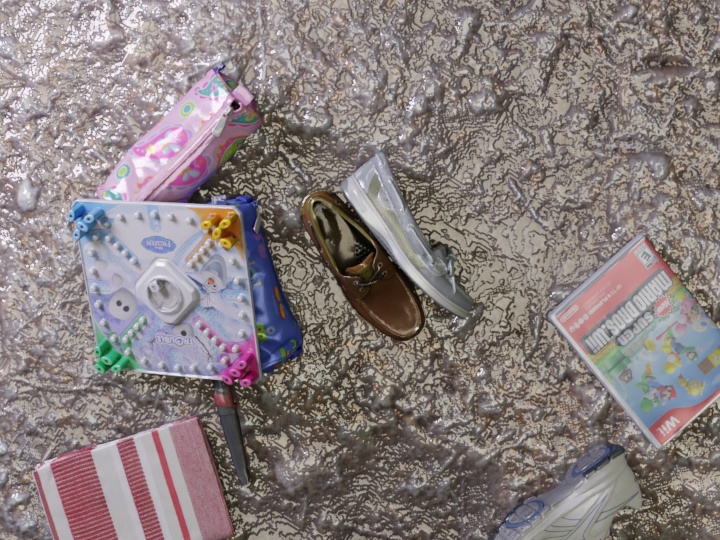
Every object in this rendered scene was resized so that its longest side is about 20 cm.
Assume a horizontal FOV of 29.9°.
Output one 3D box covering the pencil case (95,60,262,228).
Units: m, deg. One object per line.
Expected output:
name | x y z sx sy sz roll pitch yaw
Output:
pencil case | -0.193 -0.126 1.458 0.200 0.087 0.087 -44 94 2

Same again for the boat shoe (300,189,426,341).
boat shoe | 0.000 0.000 1.482 0.072 0.068 0.200 -41 95 0

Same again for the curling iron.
curling iron | -0.149 0.143 1.501 0.025 0.050 0.203 -15 99 -1

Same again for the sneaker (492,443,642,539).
sneaker | 0.232 0.283 1.512 0.199 0.075 0.088 -35 99 1

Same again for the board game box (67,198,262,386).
board game box | -0.209 0.026 1.430 0.197 0.026 0.203 3 115 19

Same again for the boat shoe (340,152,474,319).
boat shoe | 0.061 -0.034 1.482 0.065 0.074 0.203 -39 88 5

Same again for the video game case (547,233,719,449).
video game case | 0.327 0.081 1.528 0.143 0.017 0.201 -41 95 0

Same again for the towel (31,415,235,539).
towel | -0.253 0.258 1.512 0.197 0.023 0.146 -16 96 0

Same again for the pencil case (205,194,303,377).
pencil case | -0.123 0.013 1.472 0.086 0.078 0.203 -16 96 22
